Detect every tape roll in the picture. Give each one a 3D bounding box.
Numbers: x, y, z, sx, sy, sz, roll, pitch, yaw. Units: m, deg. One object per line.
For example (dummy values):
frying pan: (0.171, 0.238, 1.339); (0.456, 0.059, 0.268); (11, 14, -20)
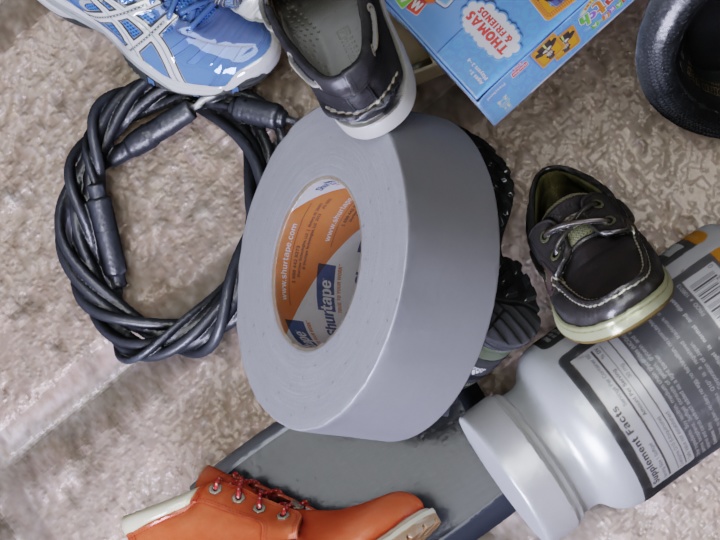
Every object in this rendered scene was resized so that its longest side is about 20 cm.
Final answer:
tape roll: (0.000, 0.000, 1.146); (0.066, 0.200, 0.201); (9, 85, -31)

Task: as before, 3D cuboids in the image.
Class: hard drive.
hard drive: (-0.001, 0.140, 1.227); (0.200, 0.042, 0.135); (-31, 80, 5)

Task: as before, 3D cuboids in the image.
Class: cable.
cable: (-0.127, -0.036, 1.262); (0.163, 0.051, 0.200); (25, 90, 11)

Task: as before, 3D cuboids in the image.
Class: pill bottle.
pill bottle: (0.167, 0.070, 1.155); (0.200, 0.116, 0.116); (-35, 80, -5)

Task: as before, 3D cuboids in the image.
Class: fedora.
fedora: (0.254, -0.172, 1.174); (0.200, 0.201, 0.092); (-26, 48, 6)

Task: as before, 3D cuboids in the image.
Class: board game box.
board game box: (0.105, -0.204, 1.126); (0.200, 0.037, 0.151); (-41, 58, 3)

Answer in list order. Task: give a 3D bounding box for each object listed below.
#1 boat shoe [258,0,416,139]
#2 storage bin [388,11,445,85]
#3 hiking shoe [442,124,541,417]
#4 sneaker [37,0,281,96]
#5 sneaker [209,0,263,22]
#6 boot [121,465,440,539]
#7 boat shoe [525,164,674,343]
boat shoe: (-0.028, -0.164, 1.113); (0.074, 0.060, 0.200); (-28, 55, 12)
storage bin: (0.059, -0.232, 1.228); (0.200, 0.094, 0.199); (-21, 82, 7)
hiking shoe: (0.047, -0.009, 1.195); (0.101, 0.076, 0.200); (-50, 32, 36)
sneaker: (-0.143, -0.179, 1.251); (0.200, 0.077, 0.076); (26, 67, 13)
sneaker: (-0.110, -0.247, 1.229); (0.077, 0.085, 0.200); (-55, 47, 35)
boot: (-0.054, 0.160, 1.179); (0.200, 0.075, 0.107); (-22, 77, 10)
boat shoe: (0.131, -0.014, 1.138); (0.073, 0.200, 0.065); (-30, 106, 1)
